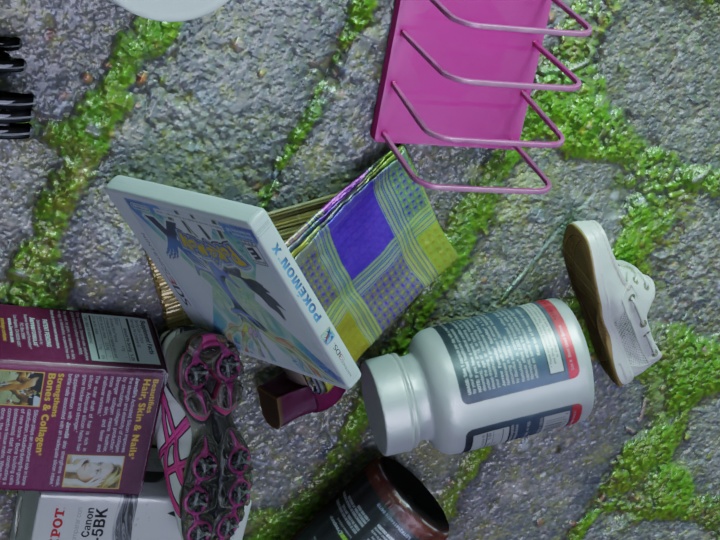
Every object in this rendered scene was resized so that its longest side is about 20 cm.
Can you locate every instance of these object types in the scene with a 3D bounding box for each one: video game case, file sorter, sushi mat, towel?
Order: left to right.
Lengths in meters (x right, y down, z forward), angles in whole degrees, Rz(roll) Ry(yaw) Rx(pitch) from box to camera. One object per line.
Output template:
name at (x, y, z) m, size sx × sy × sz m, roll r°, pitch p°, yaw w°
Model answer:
video game case at (-0.106, 0.008, 1.276) m, size 0.022 × 0.199 × 0.183 m, roll -47°, pitch 128°, yaw -25°
sushi mat at (-0.087, -0.009, 1.389) m, size 0.198 × 0.012 × 0.096 m, roll -16°, pitch 122°, yaw -9°
towel at (0.000, 0.000, 1.366) m, size 0.200 × 0.023 × 0.144 m, roll -44°, pitch 127°, yaw -25°
file sorter at (0.107, -0.175, 1.293) m, size 0.137 × 0.126 × 0.202 m, roll 1°, pitch 118°, yaw -19°

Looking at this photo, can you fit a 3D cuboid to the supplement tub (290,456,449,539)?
supplement tub at (-0.015, 0.283, 1.521) m, size 0.200 × 0.107 × 0.107 m, roll -44°, pitch 122°, yaw 10°

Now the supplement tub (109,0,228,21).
supplement tub at (-0.149, -0.269, 1.112) m, size 0.143 × 0.200 × 0.146 m, roll -8°, pitch 121°, yaw -13°

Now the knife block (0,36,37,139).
knife block at (-0.358, -0.133, 1.200) m, size 0.199 × 0.064 × 0.176 m, roll -38°, pitch 122°, yaw 5°

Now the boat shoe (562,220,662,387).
boat shoe at (0.245, 0.021, 1.486) m, size 0.069 × 0.071 × 0.201 m, roll -26°, pitch 131°, yaw -4°

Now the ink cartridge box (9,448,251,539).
ink cartridge box at (-0.216, 0.245, 1.446) m, size 0.198 × 0.083 × 0.148 m, roll 5°, pitch 117°, yaw -21°

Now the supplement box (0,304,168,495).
supplement box at (-0.278, 0.109, 1.338) m, size 0.198 × 0.103 × 0.132 m, roll 6°, pitch 116°, yaw -20°

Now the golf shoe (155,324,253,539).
golf shoe at (-0.144, 0.148, 1.379) m, size 0.072 × 0.092 × 0.202 m, roll -6°, pitch 99°, yaw -35°

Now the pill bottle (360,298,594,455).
pill bottle at (0.106, 0.104, 1.453) m, size 0.198 × 0.120 × 0.121 m, roll -12°, pitch 121°, yaw -11°

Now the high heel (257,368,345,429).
high heel at (-0.051, 0.044, 1.404) m, size 0.096 × 0.067 × 0.202 m, roll -27°, pitch 135°, yaw -33°
